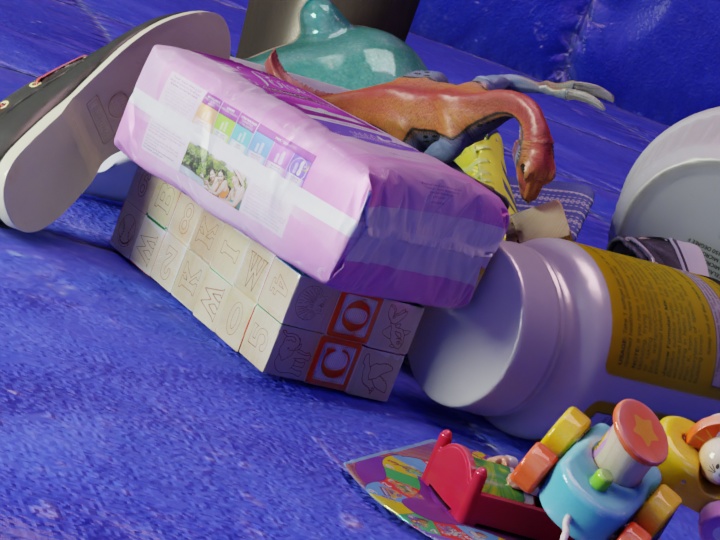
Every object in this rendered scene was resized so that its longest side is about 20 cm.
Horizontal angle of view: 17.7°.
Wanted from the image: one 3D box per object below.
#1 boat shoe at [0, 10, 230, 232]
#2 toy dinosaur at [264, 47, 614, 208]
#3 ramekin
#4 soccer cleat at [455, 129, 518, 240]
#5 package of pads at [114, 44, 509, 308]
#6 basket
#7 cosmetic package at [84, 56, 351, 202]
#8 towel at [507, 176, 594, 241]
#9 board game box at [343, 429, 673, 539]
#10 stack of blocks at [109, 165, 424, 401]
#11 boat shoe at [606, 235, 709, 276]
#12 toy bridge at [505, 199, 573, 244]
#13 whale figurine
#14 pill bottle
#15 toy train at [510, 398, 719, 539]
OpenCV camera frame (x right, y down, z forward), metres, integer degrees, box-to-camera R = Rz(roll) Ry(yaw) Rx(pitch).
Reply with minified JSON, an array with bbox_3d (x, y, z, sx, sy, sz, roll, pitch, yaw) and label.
[{"bbox_3d":[-0.155,-0.096,1.337,0.063,0.074,0.201,18,46,38],"label":"boat shoe"},{"bbox_3d":[0.046,-0.079,1.377,0.199,0.106,0.181,13,-10,-11],"label":"toy dinosaur"},{"bbox_3d":[0.275,-0.017,1.712,0.202,0.203,0.094,25,22,16],"label":"ramekin"},{"bbox_3d":[0.074,-0.059,1.570,0.064,0.084,0.200,0,21,-6],"label":"soccer cleat"},{"bbox_3d":[-0.028,-0.051,1.254,0.120,0.076,0.200,14,13,-48],"label":"package of pads"},{"bbox_3d":[-0.032,-0.175,1.784,0.135,0.201,0.180,17,-2,-12],"label":"basket"},{"bbox_3d":[-0.087,-0.082,1.490,0.199,0.082,0.113,15,-20,-42],"label":"cosmetic package"},{"bbox_3d":[0.086,-0.031,1.650,0.144,0.024,0.200,6,21,12],"label":"towel"},{"bbox_3d":[0.087,0.106,1.123,0.157,0.039,0.200,26,11,21],"label":"board game box"},{"bbox_3d":[-0.045,0.004,1.313,0.115,0.059,0.200,14,13,-35],"label":"stack of blocks"},{"bbox_3d":[0.199,0.042,1.494,0.067,0.072,0.200,13,36,-16],"label":"boat shoe"},{"bbox_3d":[0.108,0.019,1.404,0.200,0.067,0.027,61,12,-60],"label":"toy bridge"},{"bbox_3d":[-0.033,-0.116,1.650,0.199,0.160,0.104,8,2,-29],"label":"whale figurine"},{"bbox_3d":[0.130,0.044,1.312,0.199,0.115,0.114,14,13,-40],"label":"pill bottle"},{"bbox_3d":[0.168,0.118,1.070,0.199,0.056,0.151,11,39,-34],"label":"toy train"}]
